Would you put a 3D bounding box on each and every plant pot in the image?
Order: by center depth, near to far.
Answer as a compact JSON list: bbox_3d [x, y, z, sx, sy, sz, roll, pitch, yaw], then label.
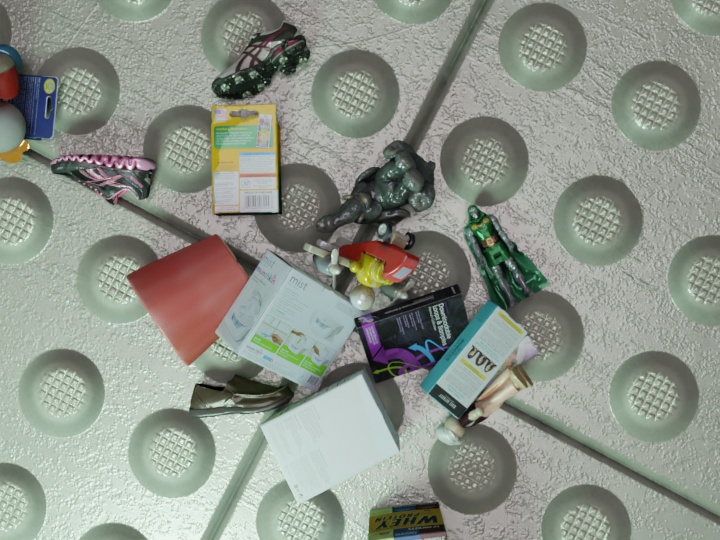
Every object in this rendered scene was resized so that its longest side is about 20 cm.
[{"bbox_3d":[-0.292,0.040,1.527,0.177,0.200,0.201,-35,88,-10],"label":"plant pot"}]

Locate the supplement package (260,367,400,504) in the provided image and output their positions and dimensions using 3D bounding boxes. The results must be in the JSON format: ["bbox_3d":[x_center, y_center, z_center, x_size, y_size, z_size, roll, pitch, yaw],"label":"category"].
[{"bbox_3d":[-0.049,0.290,1.524,0.199,0.151,0.153,-27,87,1],"label":"supplement package"}]

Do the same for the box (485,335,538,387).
[{"bbox_3d":[0.236,0.188,1.574,0.199,0.041,0.039,-34,88,2],"label":"box"}]

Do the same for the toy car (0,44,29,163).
[{"bbox_3d":[-0.685,-0.280,1.540,0.175,0.185,0.201,-12,117,2],"label":"toy car"}]

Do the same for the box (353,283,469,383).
[{"bbox_3d":[0.101,0.116,1.543,0.198,0.036,0.144,-19,126,-1],"label":"box"}]

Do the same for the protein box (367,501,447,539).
[{"bbox_3d":[0.090,0.535,1.490,0.134,0.200,0.201,-7,89,1],"label":"protein box"}]

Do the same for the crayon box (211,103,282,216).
[{"bbox_3d":[-0.212,-0.205,1.590,0.124,0.052,0.202,-1,89,2],"label":"crayon box"}]

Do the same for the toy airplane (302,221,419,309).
[{"bbox_3d":[0.000,0.000,1.507,0.198,0.199,0.142,8,77,2],"label":"toy airplane"}]

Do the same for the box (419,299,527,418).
[{"bbox_3d":[0.202,0.158,1.520,0.082,0.049,0.200,39,90,-18],"label":"box"}]

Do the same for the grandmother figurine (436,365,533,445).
[{"bbox_3d":[0.219,0.249,1.540,0.200,0.121,0.061,-41,64,19],"label":"grandmother figurine"}]

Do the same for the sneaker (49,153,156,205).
[{"bbox_3d":[-0.484,-0.170,1.592,0.198,0.079,0.096,4,100,3],"label":"sneaker"}]

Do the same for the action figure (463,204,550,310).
[{"bbox_3d":[0.251,-0.032,1.575,0.118,0.055,0.201,-30,84,4],"label":"action figure"}]

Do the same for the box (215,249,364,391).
[{"bbox_3d":[-0.121,0.091,1.505,0.200,0.097,0.177,32,90,-42],"label":"box"}]

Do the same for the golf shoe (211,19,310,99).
[{"bbox_3d":[-0.194,-0.391,1.594,0.199,0.077,0.089,-27,68,-1],"label":"golf shoe"}]

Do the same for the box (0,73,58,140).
[{"bbox_3d":[-0.670,-0.313,1.615,0.198,0.032,0.122,5,89,3],"label":"box"}]

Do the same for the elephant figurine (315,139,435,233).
[{"bbox_3d":[0.031,-0.136,1.546,0.199,0.155,0.142,-33,43,23],"label":"elephant figurine"}]

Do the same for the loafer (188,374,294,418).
[{"bbox_3d":[-0.223,0.227,1.569,0.198,0.073,0.072,-7,89,1],"label":"loafer"}]
